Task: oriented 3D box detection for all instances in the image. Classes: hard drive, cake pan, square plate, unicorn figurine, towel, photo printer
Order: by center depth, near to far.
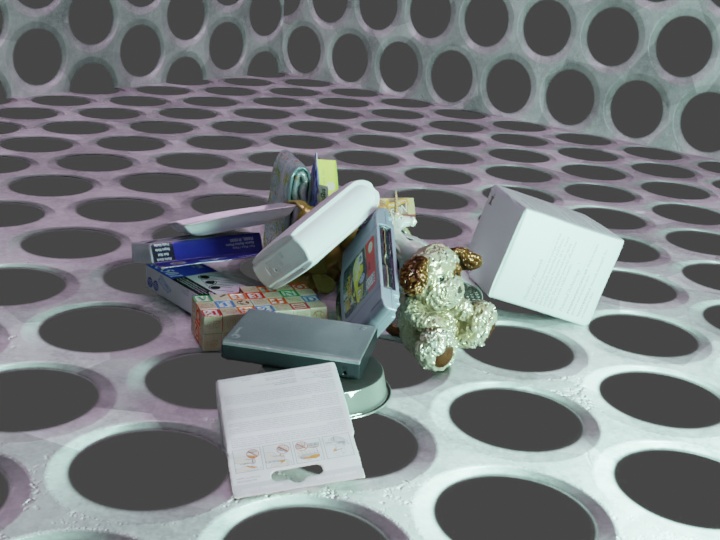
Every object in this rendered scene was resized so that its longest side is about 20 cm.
[{"bbox_3d":[-0.054,0.151,1.423,0.199,0.037,0.200,4,18,-1],"label":"cake pan"},{"bbox_3d":[-0.085,0.103,1.445,0.198,0.033,0.140,7,19,9],"label":"hard drive"},{"bbox_3d":[-0.065,-0.064,1.617,0.200,0.070,0.166,-42,6,-34],"label":"photo printer"},{"bbox_3d":[0.096,-0.014,1.674,0.136,0.201,0.074,15,23,13],"label":"unicorn figurine"},{"bbox_3d":[-0.228,-0.089,1.768,0.197,0.029,0.200,-11,7,-18],"label":"square plate"},{"bbox_3d":[-0.145,-0.120,1.943,0.048,0.202,0.171,4,16,-21],"label":"towel"}]

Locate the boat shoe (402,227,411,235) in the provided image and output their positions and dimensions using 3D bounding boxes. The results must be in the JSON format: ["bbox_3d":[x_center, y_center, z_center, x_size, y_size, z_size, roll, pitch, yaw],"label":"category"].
[{"bbox_3d":[0.013,-0.036,1.878,0.200,0.072,0.066,-16,19,48],"label":"boat shoe"}]

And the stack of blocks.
[{"bbox_3d":[-0.165,0.071,1.594,0.198,0.059,0.115,-4,20,-22],"label":"stack of blocks"}]

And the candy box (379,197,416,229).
[{"bbox_3d":[0.020,-0.091,1.976,0.115,0.056,0.200,-3,-12,-20],"label":"candy box"}]

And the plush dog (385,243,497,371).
[{"bbox_3d":[0.113,0.040,1.572,0.160,0.173,0.199,17,23,34],"label":"plush dog"}]

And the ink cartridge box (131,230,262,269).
[{"bbox_3d":[-0.277,-0.039,1.731,0.198,0.041,0.200,-8,7,-26],"label":"ink cartridge box"}]

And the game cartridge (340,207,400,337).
[{"bbox_3d":[0.012,0.016,1.568,0.041,0.133,0.201,14,48,-20],"label":"game cartridge"}]

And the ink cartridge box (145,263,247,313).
[{"bbox_3d":[-0.276,0.030,1.708,0.094,0.045,0.199,-10,23,-38],"label":"ink cartridge box"}]

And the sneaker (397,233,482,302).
[{"bbox_3d":[0.123,-0.002,1.769,0.200,0.073,0.085,37,13,-19],"label":"sneaker"}]

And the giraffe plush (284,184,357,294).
[{"bbox_3d":[-0.080,-0.022,1.767,0.171,0.201,0.163,3,44,25],"label":"giraffe plush"}]

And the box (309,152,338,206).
[{"bbox_3d":[-0.077,-0.119,1.910,0.047,0.200,0.123,1,62,-13],"label":"box"}]

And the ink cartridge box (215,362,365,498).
[{"bbox_3d":[-0.090,0.205,1.243,0.160,0.050,0.201,-8,41,-10],"label":"ink cartridge box"}]

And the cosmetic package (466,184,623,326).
[{"bbox_3d":[0.314,-0.029,1.765,0.199,0.167,0.167,16,15,-17],"label":"cosmetic package"}]

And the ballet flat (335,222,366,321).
[{"bbox_3d":[0.000,0.000,1.699,0.072,0.202,0.072,20,-13,5],"label":"ballet flat"}]
